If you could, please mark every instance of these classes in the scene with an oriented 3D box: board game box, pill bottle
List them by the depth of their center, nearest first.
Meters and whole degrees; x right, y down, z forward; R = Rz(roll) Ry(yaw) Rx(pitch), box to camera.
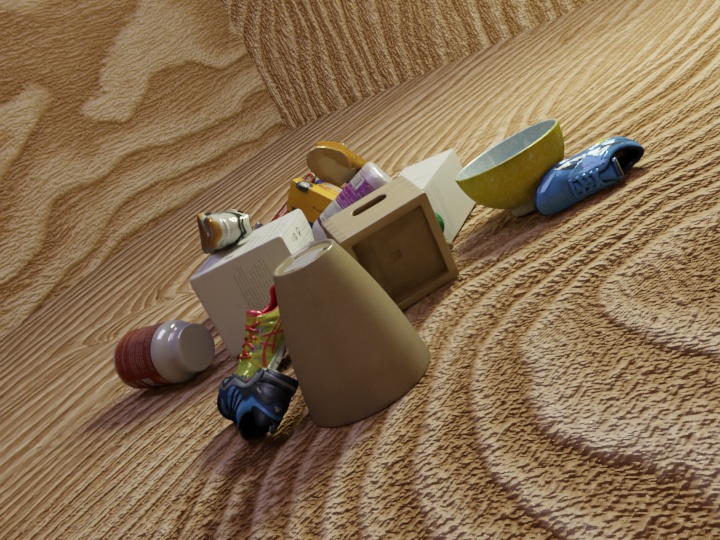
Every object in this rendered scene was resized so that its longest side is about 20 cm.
[{"bbox_3d":[-0.011,-0.074,1.590,0.200,0.112,0.112,-48,13,10],"label":"pill bottle"},{"bbox_3d":[-0.358,0.153,1.726,0.198,0.114,0.112,-14,21,43],"label":"pill bottle"},{"bbox_3d":[-0.154,-0.096,1.862,0.201,0.019,0.103,-54,-8,-25],"label":"board game box"}]

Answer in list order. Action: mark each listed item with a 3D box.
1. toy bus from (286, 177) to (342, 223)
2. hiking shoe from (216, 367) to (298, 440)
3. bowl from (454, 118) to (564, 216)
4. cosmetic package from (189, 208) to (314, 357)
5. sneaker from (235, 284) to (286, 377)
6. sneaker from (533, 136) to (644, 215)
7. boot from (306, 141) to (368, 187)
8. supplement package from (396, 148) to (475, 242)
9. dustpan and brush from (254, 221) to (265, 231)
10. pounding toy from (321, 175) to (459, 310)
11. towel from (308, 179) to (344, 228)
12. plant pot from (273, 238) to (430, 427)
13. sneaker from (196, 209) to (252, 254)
[{"bbox_3d":[-0.044,-0.112,1.760,0.198,0.066,0.078,27,29,29],"label":"toy bus"},{"bbox_3d":[-0.161,0.195,1.321,0.199,0.074,0.088,-31,35,57],"label":"hiking shoe"},{"bbox_3d":[0.269,-0.159,1.591,0.198,0.109,0.200,-31,11,7],"label":"bowl"},{"bbox_3d":[-0.170,0.021,1.703,0.197,0.167,0.165,-24,14,16],"label":"cosmetic package"},{"bbox_3d":[-0.162,0.108,1.514,0.078,0.090,0.202,-4,48,56],"label":"sneaker"},{"bbox_3d":[0.364,-0.152,1.498,0.198,0.067,0.078,-32,20,-12],"label":"sneaker"},{"bbox_3d":[-0.060,-0.222,1.873,0.144,0.199,0.072,45,109,44],"label":"boot"},{"bbox_3d":[0.121,-0.120,1.726,0.115,0.119,0.200,-19,19,31],"label":"supplement package"},{"bbox_3d":[-0.186,-0.036,2.059,0.201,0.138,0.058,-53,12,49],"label":"dustpan and brush"},{"bbox_3d":[0.064,-0.041,1.509,0.198,0.186,0.142,-31,28,-8],"label":"pounding toy"},{"bbox_3d":[-0.036,-0.098,1.828,0.197,0.050,0.149,21,60,26],"label":"towel"},{"bbox_3d":[-0.030,0.068,1.251,0.185,0.203,0.188,-25,16,8],"label":"plant pot"},{"bbox_3d":[-0.251,-0.075,1.745,0.086,0.077,0.200,-14,10,-18],"label":"sneaker"}]
